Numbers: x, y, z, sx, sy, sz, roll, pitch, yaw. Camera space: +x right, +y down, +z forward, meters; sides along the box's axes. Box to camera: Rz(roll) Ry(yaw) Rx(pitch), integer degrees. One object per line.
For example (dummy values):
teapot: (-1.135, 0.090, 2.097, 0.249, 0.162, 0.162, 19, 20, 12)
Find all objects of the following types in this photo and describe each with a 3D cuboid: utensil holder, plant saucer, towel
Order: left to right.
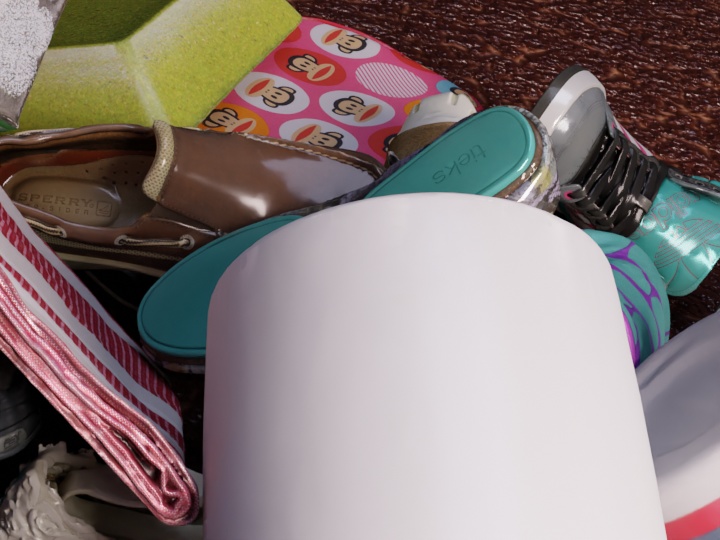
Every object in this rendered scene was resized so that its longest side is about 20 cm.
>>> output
towel: (-0.116, 0.018, 0.647, 0.144, 0.023, 0.200, 50, -1, -11)
plant saucer: (-0.156, -0.121, 0.907, 0.198, 0.048, 0.200, -2, 26, 21)
utensil holder: (0.027, 0.099, 0.573, 0.168, 0.170, 0.202, 7, 57, -17)

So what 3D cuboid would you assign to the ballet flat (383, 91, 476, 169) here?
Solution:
ballet flat: (0.052, -0.049, 0.872, 0.067, 0.200, 0.073, -9, 72, 17)

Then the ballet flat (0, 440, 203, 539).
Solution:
ballet flat: (-0.051, 0.116, 0.669, 0.198, 0.072, 0.072, 14, 32, -9)

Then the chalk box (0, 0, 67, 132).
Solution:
chalk box: (-0.243, -0.157, 0.751, 0.123, 0.126, 0.199, -3, -28, 47)

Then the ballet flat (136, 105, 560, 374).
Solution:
ballet flat: (0.000, 0.000, 0.725, 0.199, 0.072, 0.072, -27, 36, 9)

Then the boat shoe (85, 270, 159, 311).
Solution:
boat shoe: (-0.069, -0.002, 0.820, 0.200, 0.063, 0.074, 30, 70, 17)

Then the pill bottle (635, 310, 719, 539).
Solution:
pill bottle: (0.190, 0.121, 0.670, 0.200, 0.119, 0.120, 49, 29, -14)

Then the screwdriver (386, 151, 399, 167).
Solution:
screwdriver: (0.039, -0.016, 0.822, 0.028, 0.200, 0.029, 10, 65, 20)

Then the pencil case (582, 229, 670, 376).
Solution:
pencil case: (0.101, 0.030, 0.801, 0.093, 0.085, 0.200, 56, 14, 3)

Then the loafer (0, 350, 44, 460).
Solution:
loafer: (-0.159, 0.025, 0.686, 0.072, 0.073, 0.200, -12, 9, -7)

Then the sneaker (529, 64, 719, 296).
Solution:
sneaker: (0.154, -0.042, 0.949, 0.120, 0.084, 0.200, 37, 3, 17)

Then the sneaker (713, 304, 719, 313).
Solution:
sneaker: (0.256, 0.024, 0.981, 0.199, 0.078, 0.081, -13, 16, -41)

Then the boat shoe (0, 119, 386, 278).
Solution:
boat shoe: (-0.082, -0.033, 0.757, 0.199, 0.075, 0.076, -2, 68, 2)

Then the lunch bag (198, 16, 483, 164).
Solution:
lunch bag: (-0.039, -0.078, 0.948, 0.175, 0.083, 0.200, 28, 34, 15)
